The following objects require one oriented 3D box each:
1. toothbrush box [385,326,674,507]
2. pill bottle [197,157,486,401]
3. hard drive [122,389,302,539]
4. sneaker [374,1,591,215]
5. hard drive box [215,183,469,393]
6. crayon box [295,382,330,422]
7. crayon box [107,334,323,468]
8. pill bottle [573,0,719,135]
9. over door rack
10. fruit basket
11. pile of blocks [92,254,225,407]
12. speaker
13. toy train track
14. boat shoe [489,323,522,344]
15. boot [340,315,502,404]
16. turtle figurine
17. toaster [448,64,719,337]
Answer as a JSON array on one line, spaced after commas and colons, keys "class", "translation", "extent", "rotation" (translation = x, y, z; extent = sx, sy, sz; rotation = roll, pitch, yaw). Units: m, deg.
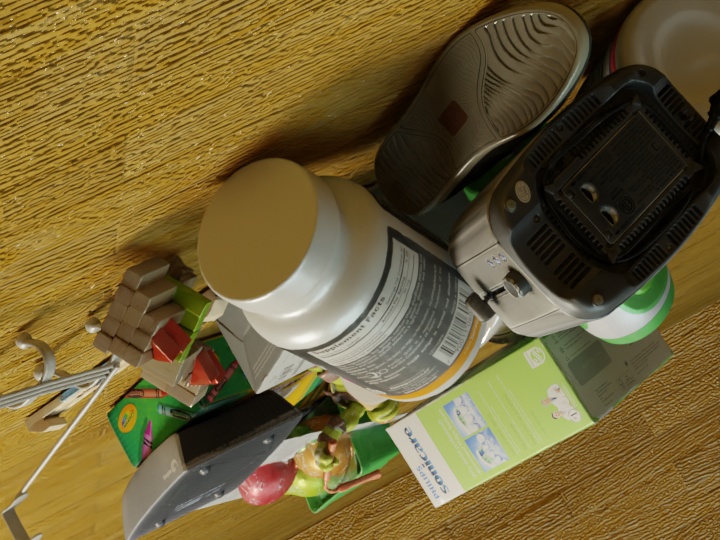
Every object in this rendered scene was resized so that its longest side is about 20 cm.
[{"class": "toothbrush box", "translation": [0.142, 0.103, 1.392], "extent": [0.145, 0.086, 0.200], "rotation": [-30, 175, -47]}, {"class": "pill bottle", "translation": [-0.010, 0.007, 1.080], "extent": [0.116, 0.117, 0.200], "rotation": [-34, 144, 20]}, {"class": "hard drive", "translation": [-0.137, 0.170, 1.439], "extent": [0.134, 0.043, 0.200], "rotation": [-24, 166, -30]}, {"class": "sneaker", "translation": [0.094, -0.120, 1.073], "extent": [0.106, 0.075, 0.200], "rotation": [-33, 175, -44]}, {"class": "hard drive box", "translation": [0.000, 0.000, 1.280], "extent": [0.199, 0.077, 0.156], "rotation": [-25, 167, -25]}, {"class": "crayon box", "translation": [-0.051, 0.119, 1.704], "extent": [0.199, 0.052, 0.126], "rotation": [-28, 168, -15]}, {"class": "crayon box", "translation": [-0.112, 0.099, 1.458], "extent": [0.199, 0.059, 0.119], "rotation": [-17, 162, -47]}, {"class": "pill bottle", "translation": [0.222, -0.117, 1.236], "extent": [0.119, 0.120, 0.200], "rotation": [-26, 168, -17]}, {"class": "over door rack", "translation": [-0.260, 0.120, 1.131], "extent": [0.147, 0.067, 0.201], "rotation": [-14, 139, -54]}, {"class": "fruit basket", "translation": [-0.072, 0.186, 1.657], "extent": [0.199, 0.094, 0.185], "rotation": [-5, 156, -28]}, {"class": "pile of blocks", "translation": [-0.119, 0.044, 1.131], "extent": [0.082, 0.062, 0.200], "rotation": [-59, 170, -8]}, {"class": "speaker", "translation": [0.156, -0.029, 1.225], "extent": [0.088, 0.089, 0.200], "rotation": [-33, 129, 16]}, {"class": "toy train track", "translation": [-0.179, 0.080, 1.281], "extent": [0.199, 0.033, 0.115], "rotation": [-34, 168, 20]}, {"class": "boat shoe", "translation": [0.146, -0.036, 1.370], "extent": [0.201, 0.073, 0.065], "rotation": [-66, 153, -26]}, {"class": "boot", "translation": [0.064, 0.032, 1.248], "extent": [0.090, 0.073, 0.200], "rotation": [-31, 177, -40]}, {"class": "turtle figurine", "translation": [0.003, 0.082, 1.440], "extent": [0.200, 0.064, 0.162], "rotation": [-48, 135, -16]}, {"class": "toaster", "translation": [0.146, -0.045, 1.069], "extent": [0.200, 0.114, 0.129], "rotation": [-45, -177, -22]}]
